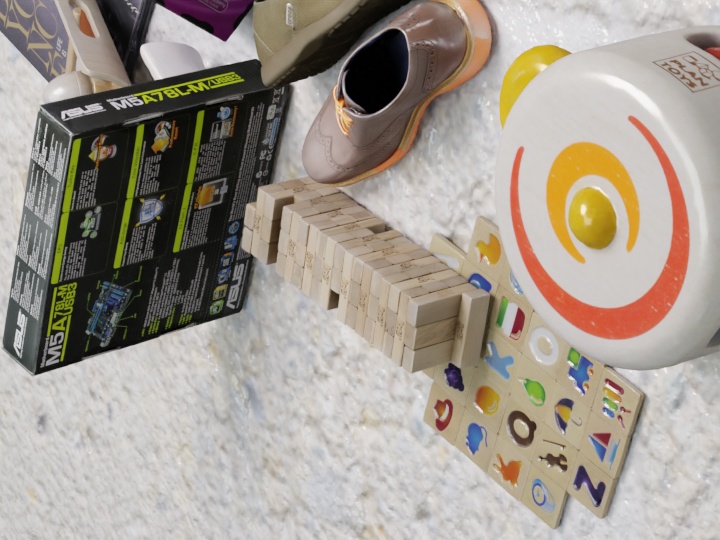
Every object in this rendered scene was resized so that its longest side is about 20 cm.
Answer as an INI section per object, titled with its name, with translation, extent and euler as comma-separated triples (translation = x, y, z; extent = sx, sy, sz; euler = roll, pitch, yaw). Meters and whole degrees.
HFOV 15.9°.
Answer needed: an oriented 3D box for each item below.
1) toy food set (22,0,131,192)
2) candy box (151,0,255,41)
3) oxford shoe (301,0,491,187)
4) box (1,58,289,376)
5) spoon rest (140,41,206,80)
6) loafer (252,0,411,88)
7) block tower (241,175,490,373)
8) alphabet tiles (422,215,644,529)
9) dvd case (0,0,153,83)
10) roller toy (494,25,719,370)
[toy food set]
translation = -0.218, -0.105, 1.902
extent = 0.144, 0.060, 0.200
euler = -117, 31, -46
[candy box]
translation = -0.169, -0.253, 1.791
extent = 0.200, 0.136, 0.061
euler = 43, 100, 32
[oxford shoe]
translation = 0.003, -0.115, 1.684
extent = 0.071, 0.073, 0.200
euler = 60, 139, 16
[box]
translation = -0.149, -0.038, 1.798
extent = 0.048, 0.193, 0.200
euler = 40, 131, 36
[spoon rest]
translation = -0.145, -0.100, 1.894
extent = 0.099, 0.061, 0.200
euler = 59, 152, 20
[loafer]
translation = -0.019, -0.185, 1.686
extent = 0.200, 0.076, 0.067
euler = -36, 81, 49
[block tower]
translation = 0.000, 0.000, 1.734
extent = 0.200, 0.058, 0.054
euler = 34, 127, 41
[alphabet tiles]
translation = 0.102, 0.067, 1.681
extent = 0.200, 0.006, 0.167
euler = 39, 130, 36
[dvd case]
translation = -0.232, -0.216, 1.978
extent = 0.200, 0.016, 0.149
euler = 46, 134, 31
[roller toy]
translation = 0.170, -0.043, 1.456
extent = 0.182, 0.140, 0.200
euler = -13, 91, 51
